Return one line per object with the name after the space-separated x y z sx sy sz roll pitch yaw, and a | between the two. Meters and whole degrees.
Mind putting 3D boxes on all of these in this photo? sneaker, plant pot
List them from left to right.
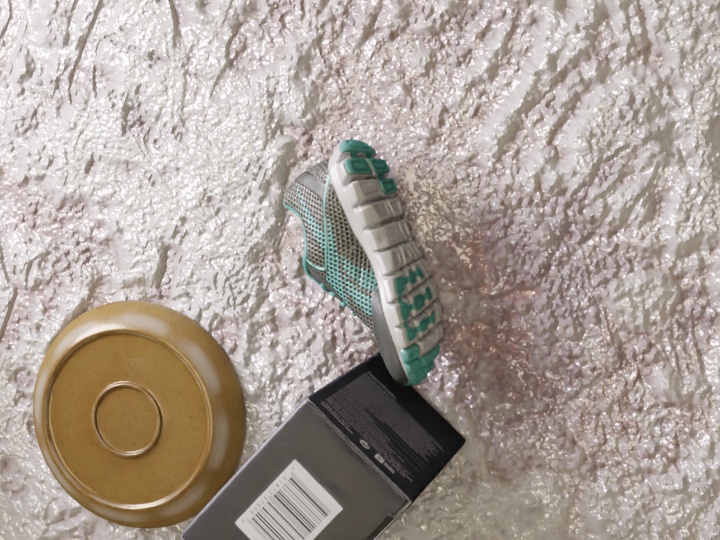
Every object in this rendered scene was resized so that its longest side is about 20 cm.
-0.196 0.126 1.260 0.199 0.027 0.201 1 95 16 | plant pot
0.000 0.000 1.179 0.091 0.078 0.201 -21 86 32 | sneaker

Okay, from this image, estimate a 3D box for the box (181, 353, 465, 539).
-0.022 0.165 1.125 0.107 0.200 0.148 44 106 6 | box
